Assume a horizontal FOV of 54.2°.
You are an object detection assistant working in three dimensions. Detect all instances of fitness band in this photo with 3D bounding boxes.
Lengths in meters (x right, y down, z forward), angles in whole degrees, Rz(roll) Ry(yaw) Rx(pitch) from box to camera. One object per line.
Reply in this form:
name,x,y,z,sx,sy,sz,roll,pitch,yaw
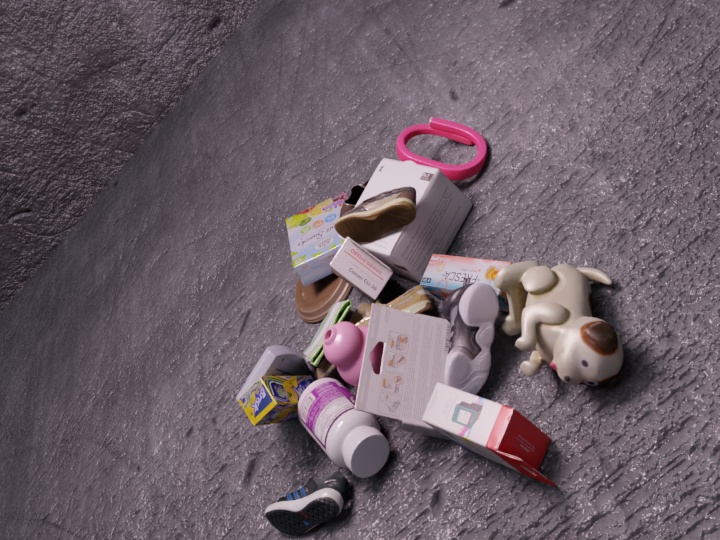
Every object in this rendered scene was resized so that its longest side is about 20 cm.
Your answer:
fitness band,0.171,-0.258,1.485,0.195,0.038,0.145,19,53,20

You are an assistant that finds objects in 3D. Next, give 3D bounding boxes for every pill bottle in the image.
pill bottle,-0.030,0.289,1.293,0.114,0.112,0.199,-55,36,-2

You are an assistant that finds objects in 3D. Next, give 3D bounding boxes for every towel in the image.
towel,-0.071,0.125,1.455,0.152,0.030,0.200,-61,3,-8

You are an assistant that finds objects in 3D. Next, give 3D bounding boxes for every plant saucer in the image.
plant saucer,-0.087,0.025,1.640,0.198,0.029,0.204,-31,41,31

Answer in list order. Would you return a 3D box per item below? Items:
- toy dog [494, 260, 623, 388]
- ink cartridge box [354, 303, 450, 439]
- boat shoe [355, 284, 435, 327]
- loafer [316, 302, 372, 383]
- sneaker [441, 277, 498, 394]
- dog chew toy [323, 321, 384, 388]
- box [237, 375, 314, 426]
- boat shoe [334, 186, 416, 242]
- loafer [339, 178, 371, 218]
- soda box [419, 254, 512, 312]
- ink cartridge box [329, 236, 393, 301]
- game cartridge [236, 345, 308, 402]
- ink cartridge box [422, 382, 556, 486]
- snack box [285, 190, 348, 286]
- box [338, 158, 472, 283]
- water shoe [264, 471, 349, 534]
toy dog,0.314,0.091,1.059,0.188,0.143,0.202,-14,38,-7
ink cartridge box,0.085,0.171,1.215,0.045,0.171,0.205,105,177,-60
boat shoe,0.044,0.091,1.359,0.195,0.072,0.078,-24,62,-1
loafer,-0.021,0.148,1.422,0.200,0.076,0.067,-47,52,-7
sneaker,0.175,0.114,1.188,0.114,0.073,0.206,-133,54,-76
dog chew toy,0.012,0.159,1.268,0.123,0.198,0.127,-34,37,31
box,-0.149,0.253,1.382,0.070,0.199,0.065,-43,68,14
boat shoe,0.033,-0.108,1.358,0.196,0.073,0.066,-12,42,40
loafer,0.013,-0.162,1.582,0.071,0.073,0.201,14,38,16
soda box,0.203,0.021,1.278,0.197,0.063,0.070,8,68,52
ink cartridge box,0.000,0.000,1.404,0.068,0.115,0.200,-55,-2,-5
game cartridge,-0.174,0.223,1.452,0.041,0.200,0.136,27,83,20
ink cartridge box,0.201,0.244,1.058,0.197,0.116,0.069,11,68,51
snack box,-0.081,-0.078,1.628,0.165,0.069,0.202,-25,38,5
box,0.090,-0.104,1.450,0.197,0.130,0.203,22,79,54
water shoe,-0.095,0.433,1.310,0.197,0.072,0.079,-26,16,36
